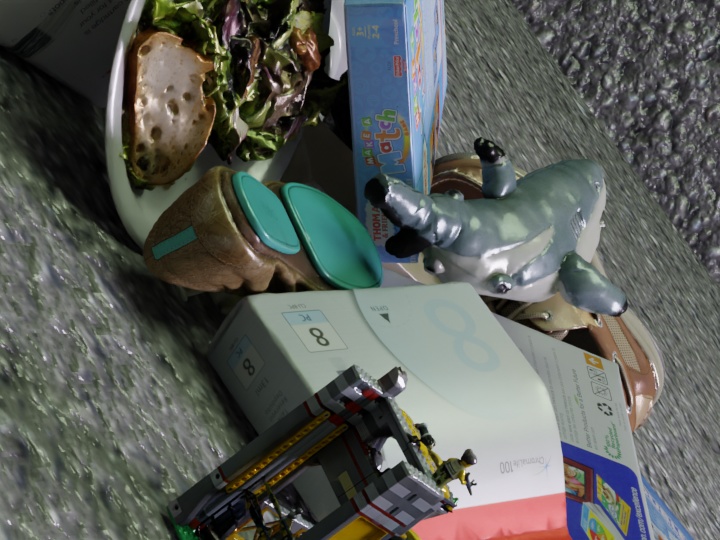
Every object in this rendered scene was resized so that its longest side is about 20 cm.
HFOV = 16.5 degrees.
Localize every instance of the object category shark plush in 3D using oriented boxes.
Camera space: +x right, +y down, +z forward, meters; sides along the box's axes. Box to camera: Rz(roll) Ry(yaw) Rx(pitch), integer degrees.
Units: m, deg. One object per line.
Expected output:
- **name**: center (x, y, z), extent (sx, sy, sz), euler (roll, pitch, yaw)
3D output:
- **shark plush**: center (0.060, -0.030, 1.297), extent (0.200, 0.084, 0.091), euler (10, 0, -40)

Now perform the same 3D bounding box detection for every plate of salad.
- **plate of salad**: center (-0.058, -0.097, 1.200), extent (0.048, 0.200, 0.200), euler (17, -4, 26)

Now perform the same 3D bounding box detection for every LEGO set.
- **LEGO set**: center (0.023, 0.133, 0.976), extent (0.154, 0.116, 0.200), euler (41, 17, -42)

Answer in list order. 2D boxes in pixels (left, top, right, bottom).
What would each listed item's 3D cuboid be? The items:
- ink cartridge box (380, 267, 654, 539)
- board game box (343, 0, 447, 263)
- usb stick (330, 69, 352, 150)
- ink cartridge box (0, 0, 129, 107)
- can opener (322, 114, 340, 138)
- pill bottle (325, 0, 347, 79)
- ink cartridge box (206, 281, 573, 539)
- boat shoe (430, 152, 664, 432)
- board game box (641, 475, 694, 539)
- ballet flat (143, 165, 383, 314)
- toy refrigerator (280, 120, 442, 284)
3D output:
- **ink cartridge box**: center (0.054, 0.086, 1.278), extent (0.200, 0.047, 0.198), euler (20, 34, -17)
- **board game box**: center (0.021, -0.120, 1.342), extent (0.200, 0.036, 0.152), euler (-80, 169, -58)
- **usb stick**: center (0.024, -0.032, 1.492), extent (0.056, 0.033, 0.200), euler (-83, 158, -53)
- **ink cartridge box**: center (-0.139, -0.182, 1.200), extent (0.084, 0.145, 0.200), euler (57, 12, 28)
- **can opener**: center (-0.015, -0.061, 1.517), extent (0.079, 0.063, 0.200), euler (53, 12, 0)
- **pill bottle**: center (-0.041, -0.160, 1.568), extent (0.112, 0.112, 0.200), euler (51, 21, -9)
- **ink cartridge box**: center (0.042, 0.091, 1.165), extent (0.160, 0.047, 0.200), euler (-2, 46, -47)
- **boat shoe**: center (0.102, 0.018, 1.405), extent (0.200, 0.076, 0.072), euler (47, 34, -15)
- **board game box**: center (0.148, 0.147, 1.583), extent (0.200, 0.043, 0.199), euler (50, 11, -11)
- **ballet flat**: center (-0.052, -0.006, 1.200), extent (0.068, 0.072, 0.200), euler (66, 14, 10)
- **toy refrigerator**: center (0.000, 0.000, 1.396), extent (0.200, 0.070, 0.076), euler (43, 23, -37)
